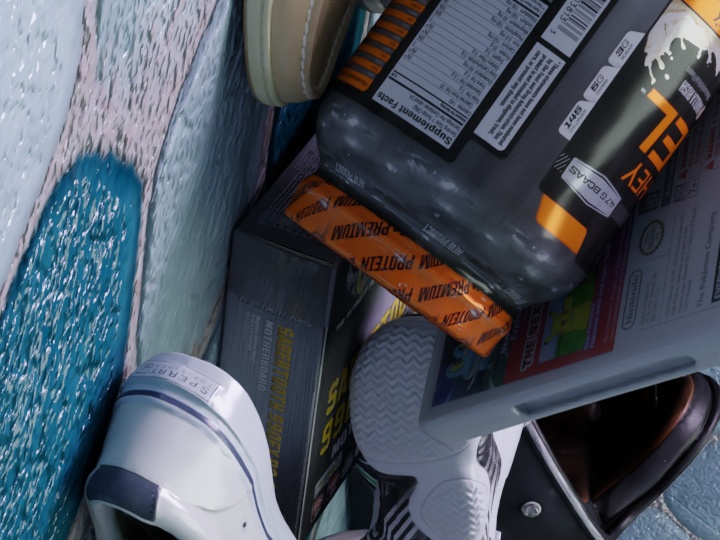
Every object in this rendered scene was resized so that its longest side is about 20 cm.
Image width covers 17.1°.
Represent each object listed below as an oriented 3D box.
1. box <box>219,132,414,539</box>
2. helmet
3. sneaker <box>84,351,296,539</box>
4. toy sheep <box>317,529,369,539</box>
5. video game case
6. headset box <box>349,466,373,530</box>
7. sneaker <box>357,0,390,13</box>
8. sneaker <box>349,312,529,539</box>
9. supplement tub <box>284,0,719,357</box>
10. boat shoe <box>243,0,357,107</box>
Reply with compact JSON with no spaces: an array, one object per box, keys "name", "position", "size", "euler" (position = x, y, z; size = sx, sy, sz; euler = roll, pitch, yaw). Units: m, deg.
[{"name":"box","position":[0.000,0.000,1.072],"size":[0.200,0.048,0.159],"euler":[-53,158,-49]},{"name":"helmet","position":[0.081,0.067,1.300],"size":[0.191,0.200,0.200],"euler":[-43,160,-18]},{"name":"sneaker","position":[-0.061,0.117,0.883],"size":[0.071,0.073,0.200],"euler":[-54,144,-32]},{"name":"toy sheep","position":[0.004,0.199,1.247],"size":[0.200,0.137,0.138],"euler":[129,-19,-70]},{"name":"video game case","position":[0.110,-0.038,0.953],"size":[0.182,0.023,0.201],"euler":[-20,-135,42]},{"name":"headset box","position":[0.061,0.098,1.553],"size":[0.174,0.092,0.201],"euler":[88,19,-60]},{"name":"sneaker","position":[0.042,-0.160,1.018],"size":[0.200,0.087,0.076],"euler":[85,20,-69]},{"name":"sneaker","position":[0.043,0.095,1.076],"size":[0.115,0.075,0.201],"euler":[-45,141,-56]},{"name":"supplement tub","position":[0.066,-0.075,0.909],"size":[0.200,0.122,0.123],"euler":[-55,171,0]},{"name":"boat shoe","position":[0.008,-0.153,0.879],"size":[0.072,0.065,0.201],"euler":[-8,115,-80]}]
